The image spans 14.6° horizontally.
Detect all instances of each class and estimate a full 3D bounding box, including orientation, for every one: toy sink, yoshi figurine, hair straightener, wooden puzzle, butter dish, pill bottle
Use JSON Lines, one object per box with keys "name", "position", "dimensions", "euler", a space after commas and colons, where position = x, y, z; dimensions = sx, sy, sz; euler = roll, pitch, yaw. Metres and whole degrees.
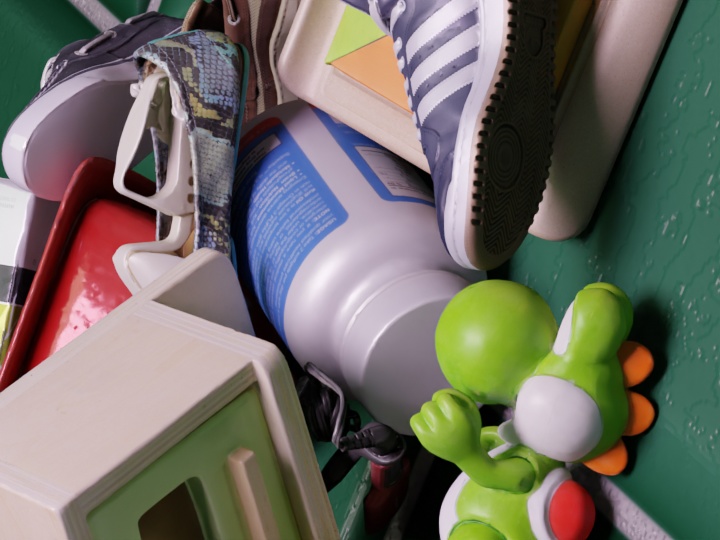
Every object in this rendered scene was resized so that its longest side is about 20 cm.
{"name": "toy sink", "position": [-0.090, 0.100, 1.380], "dimensions": [0.112, 0.200, 0.131], "euler": [17, 132, 42]}
{"name": "yoshi figurine", "position": [0.061, 0.088, 1.356], "dimensions": [0.201, 0.112, 0.112], "euler": [-67, 26, 10]}
{"name": "hair straightener", "position": [-0.013, 0.088, 1.412], "dimensions": [0.041, 0.077, 0.200], "euler": [-51, -9, -7]}
{"name": "wooden puzzle", "position": [0.060, -0.137, 1.423], "dimensions": [0.200, 0.037, 0.186], "euler": [30, 107, 29]}
{"name": "butter dish", "position": [-0.102, 0.059, 1.592], "dimensions": [0.147, 0.200, 0.200], "euler": [16, 83, 25]}
{"name": "pill bottle", "position": [0.000, 0.000, 1.479], "dimensions": [0.113, 0.112, 0.200], "euler": [-64, 32, 20]}

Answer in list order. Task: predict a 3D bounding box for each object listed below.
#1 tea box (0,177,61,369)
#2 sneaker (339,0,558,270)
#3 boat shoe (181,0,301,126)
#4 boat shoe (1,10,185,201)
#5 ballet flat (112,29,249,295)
{"name": "tea box", "position": [-0.216, 0.051, 1.697], "dimensions": [0.133, 0.200, 0.198], "euler": [9, 87, 27]}
{"name": "sneaker", "position": [0.036, -0.100, 1.376], "dimensions": [0.108, 0.070, 0.201], "euler": [1, 82, 32]}
{"name": "boat shoe", "position": [-0.066, -0.139, 1.609], "dimensions": [0.203, 0.074, 0.075], "euler": [101, 170, -56]}
{"name": "boat shoe", "position": [-0.151, -0.102, 1.614], "dimensions": [0.068, 0.200, 0.072], "euler": [20, 126, 26]}
{"name": "ballet flat", "position": [-0.100, -0.027, 1.484], "dimensions": [0.074, 0.074, 0.201], "euler": [0, 88, 58]}
